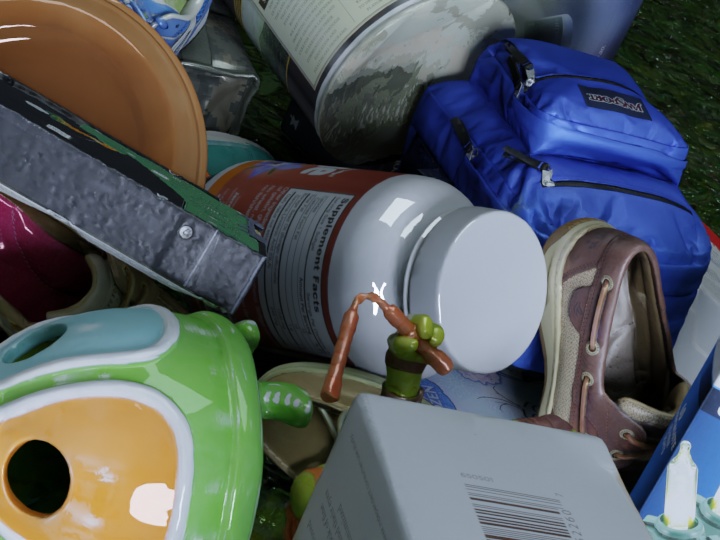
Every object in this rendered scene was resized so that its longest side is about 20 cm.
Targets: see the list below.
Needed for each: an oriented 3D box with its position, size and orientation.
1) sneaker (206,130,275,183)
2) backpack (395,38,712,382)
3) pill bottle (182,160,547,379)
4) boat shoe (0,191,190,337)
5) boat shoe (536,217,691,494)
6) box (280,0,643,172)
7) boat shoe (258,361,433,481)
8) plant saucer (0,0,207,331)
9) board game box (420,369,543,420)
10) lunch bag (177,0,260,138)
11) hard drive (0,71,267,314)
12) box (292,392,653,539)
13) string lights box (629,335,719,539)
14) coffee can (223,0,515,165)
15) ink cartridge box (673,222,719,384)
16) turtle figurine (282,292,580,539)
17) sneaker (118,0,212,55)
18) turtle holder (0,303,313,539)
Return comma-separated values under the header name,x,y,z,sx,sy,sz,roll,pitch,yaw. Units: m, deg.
name,x,y,z,sx,sy,sz,roll,pitch,yaw
sneaker,-0.128,-0.035,1.000,0.200,0.071,0.080,-6,39,-32
backpack,0.114,-0.034,0.987,0.162,0.168,0.200,6,33,-18
pill bottle,0.000,0.000,0.902,0.112,0.112,0.200,-5,10,-44
boat shoe,-0.146,0.014,0.828,0.200,0.074,0.069,35,-16,-19
boat shoe,0.141,0.073,0.874,0.072,0.200,0.072,-13,17,-30
box,0.076,-0.156,1.237,0.198,0.200,0.123,-3,37,-41
boat shoe,0.027,0.116,0.843,0.201,0.073,0.063,33,24,2
plant saucer,-0.180,-0.067,0.887,0.200,0.200,0.037,18,-11,-11
board game box,0.086,0.068,1.006,0.199,0.043,0.200,12,29,-26
lunch bag,-0.185,-0.139,1.089,0.200,0.118,0.164,8,28,-19
hard drive,-0.140,-0.050,0.803,0.200,0.038,0.140,29,5,-8
box,0.027,0.173,0.590,0.106,0.200,0.152,11,29,-21
string lights box,0.192,0.120,0.822,0.103,0.200,0.059,26,27,5
coffee can,-0.012,-0.189,1.075,0.146,0.146,0.200,-4,49,-43
ink cartridge box,0.223,0.011,1.159,0.116,0.067,0.200,38,19,-24
turtle figurine,0.024,0.113,0.748,0.161,0.200,0.064,7,0,-38
sneaker,-0.149,-0.133,0.957,0.076,0.077,0.200,36,58,-6
turtle holder,-0.113,0.071,0.731,0.132,0.141,0.186,8,32,-23
